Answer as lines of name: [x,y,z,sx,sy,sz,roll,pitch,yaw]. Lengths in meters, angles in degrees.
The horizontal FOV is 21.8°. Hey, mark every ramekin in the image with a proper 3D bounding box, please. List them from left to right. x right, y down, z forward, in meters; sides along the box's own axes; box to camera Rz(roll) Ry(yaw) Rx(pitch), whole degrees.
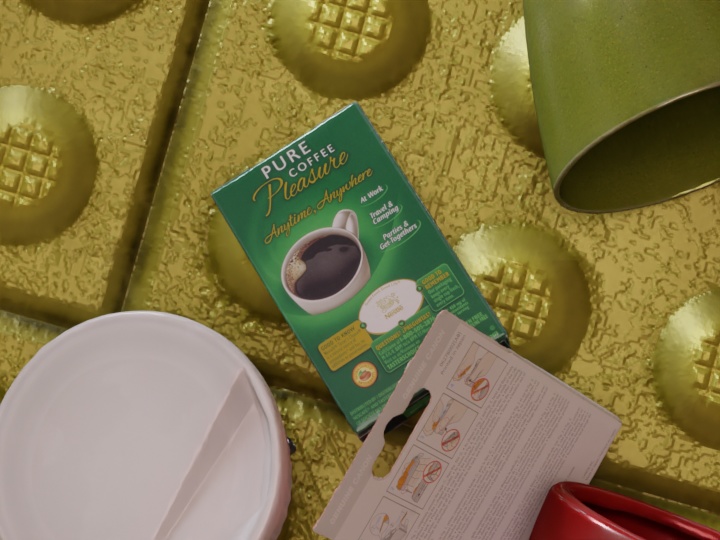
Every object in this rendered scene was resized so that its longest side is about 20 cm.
ramekin: [-0.135,0.134,1.227,0.201,0.094,0.204,-3,75,12]

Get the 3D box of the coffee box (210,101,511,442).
coffee box: [0.000,0.000,1.251,0.123,0.044,0.200,-34,72,0]

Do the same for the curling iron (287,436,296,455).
curling iron: [-0.118,0.186,1.274,0.200,0.026,0.050,-45,79,0]

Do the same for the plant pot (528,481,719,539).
plant pot: [0.179,0.251,1.180,0.200,0.200,0.183,24,94,3]

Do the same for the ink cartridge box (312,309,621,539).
ink cartridge box: [0.064,0.124,1.204,0.200,0.050,0.161,32,88,-38]

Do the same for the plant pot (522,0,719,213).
plant pot: [0.181,-0.168,1.226,0.186,0.187,0.201,-19,71,1]
